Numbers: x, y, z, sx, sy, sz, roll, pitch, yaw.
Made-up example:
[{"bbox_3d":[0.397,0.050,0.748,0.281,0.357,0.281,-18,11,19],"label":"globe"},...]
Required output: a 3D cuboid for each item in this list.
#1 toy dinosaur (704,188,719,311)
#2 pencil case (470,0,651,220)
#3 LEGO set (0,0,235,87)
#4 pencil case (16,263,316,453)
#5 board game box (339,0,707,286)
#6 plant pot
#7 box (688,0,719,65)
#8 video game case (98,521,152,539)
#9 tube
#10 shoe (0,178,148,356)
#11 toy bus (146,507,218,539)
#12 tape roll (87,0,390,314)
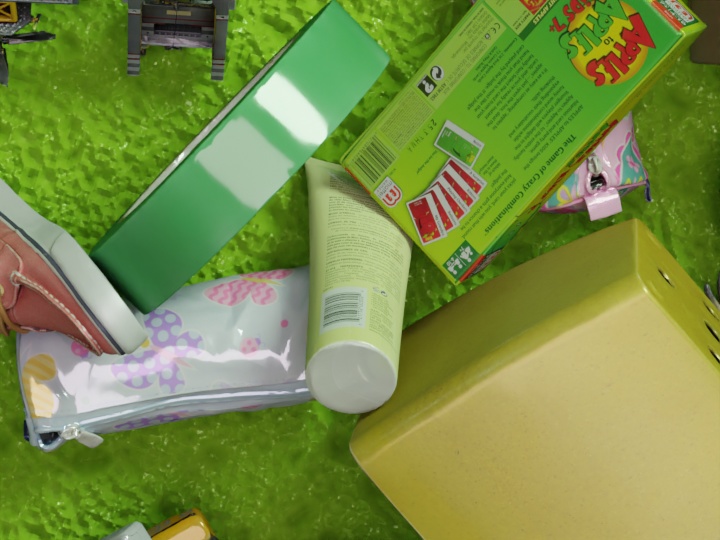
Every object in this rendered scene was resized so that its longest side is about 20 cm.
[{"bbox_3d":[0.252,-0.020,1.316,0.134,0.086,0.202,-21,91,4],"label":"toy dinosaur"},{"bbox_3d":[0.114,-0.130,1.289,0.087,0.087,0.202,-13,95,-4],"label":"pencil case"},{"bbox_3d":[-0.146,-0.185,1.266,0.198,0.116,0.155,-5,66,-9],"label":"LEGO set"},{"bbox_3d":[-0.105,0.051,1.279,0.198,0.091,0.084,-10,118,-6],"label":"pencil case"},{"bbox_3d":[0.090,-0.099,1.236,0.102,0.048,0.200,46,115,9],"label":"board game box"},{"bbox_3d":[0.133,0.088,1.232,0.176,0.200,0.200,-40,98,15],"label":"plant pot"},{"bbox_3d":[0.247,-0.162,1.240,0.077,0.200,0.096,-3,95,-5],"label":"box"},{"bbox_3d":[-0.139,0.263,1.277,0.182,0.022,0.201,-29,96,35],"label":"video game case"},{"bbox_3d":[0.000,0.000,1.247,0.052,0.201,0.058,-28,121,21],"label":"tube"},{"bbox_3d":[-0.199,0.016,1.220,0.091,0.200,0.072,-41,131,-12],"label":"shoe"},{"bbox_3d":[-0.076,0.240,1.306,0.065,0.078,0.201,-29,97,-1],"label":"toy bus"},{"bbox_3d":[-0.068,-0.064,1.218,0.048,0.200,0.200,44,90,-6],"label":"tape roll"}]
